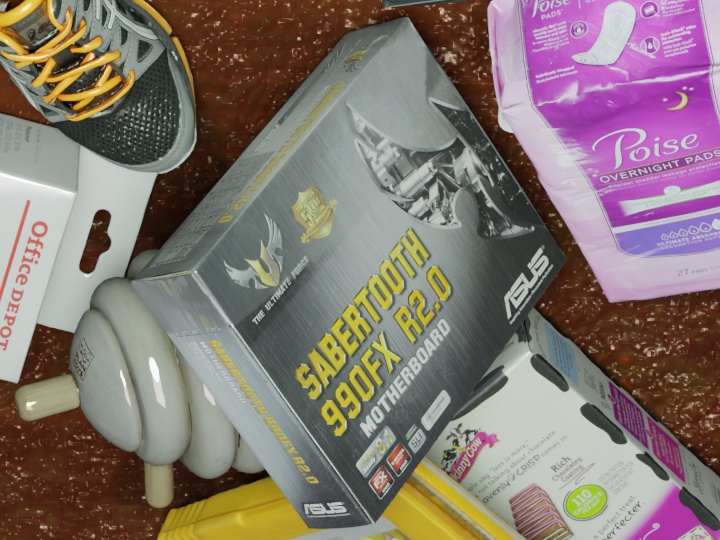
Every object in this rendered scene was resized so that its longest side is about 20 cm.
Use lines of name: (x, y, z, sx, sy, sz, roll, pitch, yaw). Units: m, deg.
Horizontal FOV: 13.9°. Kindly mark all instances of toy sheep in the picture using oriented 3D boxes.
toy sheep: (-0.075, 0.045, 1.474, 0.200, 0.138, 0.138, -20, 120, -20)

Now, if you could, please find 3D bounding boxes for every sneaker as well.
sneaker: (-0.150, -0.117, 1.413, 0.078, 0.077, 0.200, -35, 116, 13)

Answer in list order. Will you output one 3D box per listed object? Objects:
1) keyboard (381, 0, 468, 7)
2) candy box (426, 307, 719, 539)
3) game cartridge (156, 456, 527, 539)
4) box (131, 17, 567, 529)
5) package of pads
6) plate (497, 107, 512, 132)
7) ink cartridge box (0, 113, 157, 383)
keyboard: (0.007, -0.214, 1.293, 0.127, 0.021, 0.200, -4, 102, 34)
candy box: (0.104, 0.127, 1.566, 0.136, 0.061, 0.200, -39, 114, 19)
game cartridge: (0.011, 0.166, 1.537, 0.176, 0.032, 0.200, 40, 141, -24)
box: (0.000, 0.000, 1.419, 0.048, 0.200, 0.158, -10, 122, 45)
package of pads: (0.144, -0.063, 1.378, 0.120, 0.076, 0.200, -13, 147, 14)
plate: (0.170, -0.129, 1.372, 0.199, 0.032, 0.200, 0, 148, -3)
ink cartridge box: (-0.210, -0.020, 1.465, 0.200, 0.068, 0.115, 14, 116, -11)
